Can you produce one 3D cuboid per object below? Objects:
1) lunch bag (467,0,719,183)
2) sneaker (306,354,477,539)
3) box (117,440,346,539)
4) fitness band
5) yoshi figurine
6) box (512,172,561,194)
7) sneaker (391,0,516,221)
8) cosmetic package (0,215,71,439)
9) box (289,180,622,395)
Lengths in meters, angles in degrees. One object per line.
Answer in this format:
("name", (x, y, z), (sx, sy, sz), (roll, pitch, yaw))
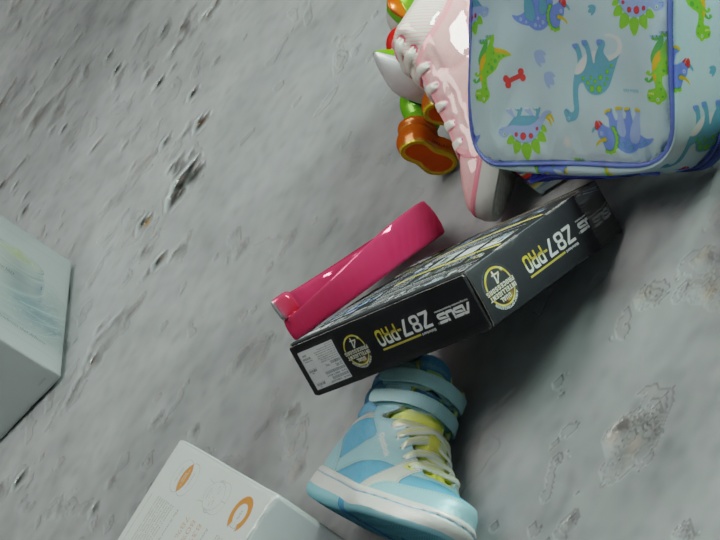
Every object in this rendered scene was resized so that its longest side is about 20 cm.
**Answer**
("lunch bag", (0.163, -0.142, 1.658), (0.199, 0.082, 0.162), (2, 94, 47))
("sneaker", (0.041, 0.122, 1.651), (0.131, 0.079, 0.200), (-61, 26, -9))
("box", (-0.095, 0.218, 1.754), (0.125, 0.097, 0.200), (-58, 24, -6))
("fitness band", (0.000, 0.000, 1.825), (0.143, 0.038, 0.200), (-34, 0, 0))
("yoshi figurine", (0.075, -0.178, 1.971), (0.111, 0.112, 0.201), (-12, 51, 10))
("box", (0.182, -0.168, 1.803), (0.137, 0.040, 0.201), (-33, 33, 42))
("sneaker", (0.073, -0.134, 1.837), (0.104, 0.075, 0.202), (3, 71, 12))
("cosmetic package", (-0.410, 0.032, 2.433), (0.123, 0.199, 0.201), (-44, 27, 24))
("box", (0.065, 0.014, 1.689), (0.199, 0.049, 0.161), (-25, 8, 47))
